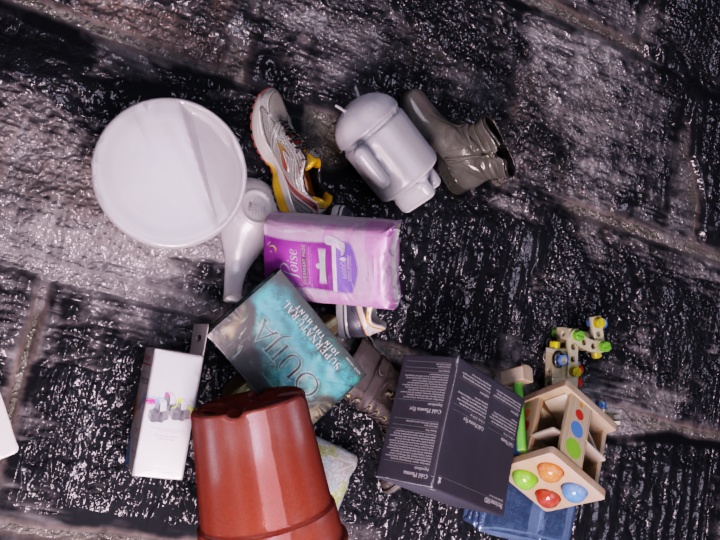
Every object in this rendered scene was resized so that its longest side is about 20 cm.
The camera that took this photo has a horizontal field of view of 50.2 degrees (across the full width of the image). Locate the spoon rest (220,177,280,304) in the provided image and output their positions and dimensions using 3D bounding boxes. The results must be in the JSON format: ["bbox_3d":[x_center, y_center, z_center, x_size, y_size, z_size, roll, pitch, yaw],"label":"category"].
[{"bbox_3d":[-0.169,-0.042,1.120,0.098,0.061,0.202,17,67,-23],"label":"spoon rest"}]

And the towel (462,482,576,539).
[{"bbox_3d":[0.272,0.393,1.278,0.198,0.048,0.113,20,78,-21],"label":"towel"}]

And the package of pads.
[{"bbox_3d":[-0.038,-0.017,1.084,0.198,0.076,0.122,5,108,18],"label":"package of pads"}]

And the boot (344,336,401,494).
[{"bbox_3d":[0.021,0.217,1.176,0.173,0.069,0.202,32,65,-18],"label":"boot"}]

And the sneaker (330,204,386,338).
[{"bbox_3d":[0.000,0.000,1.161,0.078,0.078,0.203,-4,97,13],"label":"sneaker"}]

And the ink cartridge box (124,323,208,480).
[{"bbox_3d":[-0.260,0.166,1.028,0.067,0.115,0.203,12,81,-21],"label":"ink cartridge box"}]

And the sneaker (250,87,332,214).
[{"bbox_3d":[-0.096,-0.173,1.128,0.078,0.081,0.202,-34,105,-54],"label":"sneaker"}]

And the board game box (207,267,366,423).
[{"bbox_3d":[-0.102,0.116,1.069,0.135,0.028,0.201,-41,106,-9],"label":"board game box"}]

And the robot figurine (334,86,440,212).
[{"bbox_3d":[0.038,-0.187,1.179,0.201,0.112,0.170,51,30,-12],"label":"robot figurine"}]

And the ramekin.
[{"bbox_3d":[-0.260,-0.125,1.049,0.200,0.094,0.205,1,85,-16],"label":"ramekin"}]

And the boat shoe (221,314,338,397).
[{"bbox_3d":[-0.107,0.140,1.121,0.200,0.073,0.063,-39,108,-18],"label":"boat shoe"}]

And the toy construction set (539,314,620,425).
[{"bbox_3d":[0.377,0.176,1.321,0.130,0.092,0.203,2,75,-23],"label":"toy construction set"}]

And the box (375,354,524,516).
[{"bbox_3d":[0.137,0.244,1.134,0.199,0.103,0.184,34,63,-42],"label":"box"}]

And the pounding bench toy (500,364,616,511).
[{"bbox_3d":[0.285,0.266,1.222,0.200,0.124,0.157,40,48,-15],"label":"pounding bench toy"}]

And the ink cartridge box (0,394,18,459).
[{"bbox_3d":[-0.532,0.203,0.934,0.198,0.067,0.118,-18,94,-22],"label":"ink cartridge box"}]

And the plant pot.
[{"bbox_3d":[-0.127,0.260,0.980,0.199,0.200,0.198,-10,91,-23],"label":"plant pot"}]

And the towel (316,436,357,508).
[{"bbox_3d":[-0.114,0.331,1.119,0.170,0.048,0.202,29,76,-22],"label":"towel"}]

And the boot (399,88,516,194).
[{"bbox_3d":[0.160,-0.221,1.219,0.201,0.130,0.068,54,52,-13],"label":"boot"}]
